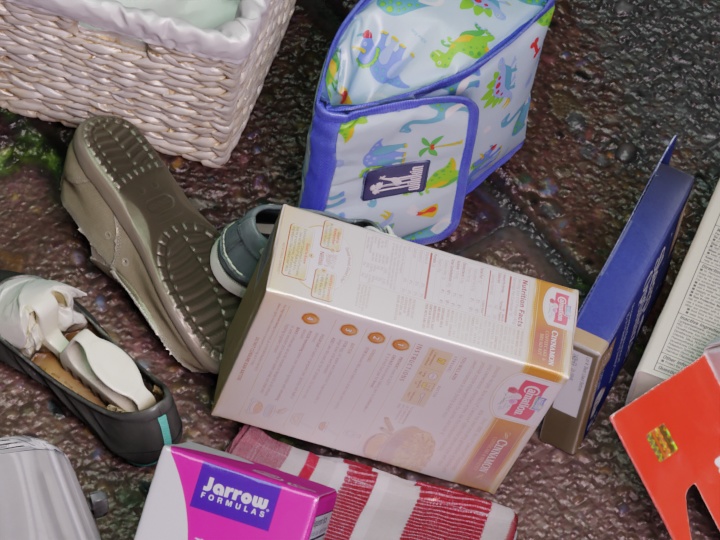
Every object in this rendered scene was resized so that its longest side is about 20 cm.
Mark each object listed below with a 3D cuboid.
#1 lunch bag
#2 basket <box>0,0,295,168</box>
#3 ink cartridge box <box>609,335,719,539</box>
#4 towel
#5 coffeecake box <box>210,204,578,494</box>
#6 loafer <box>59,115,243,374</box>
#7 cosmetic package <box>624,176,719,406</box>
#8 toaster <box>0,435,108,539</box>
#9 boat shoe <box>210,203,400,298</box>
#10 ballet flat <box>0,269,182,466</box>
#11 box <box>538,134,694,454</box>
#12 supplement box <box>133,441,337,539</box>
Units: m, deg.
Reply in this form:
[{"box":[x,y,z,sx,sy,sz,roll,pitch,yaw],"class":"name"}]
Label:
[{"box":[0.032,-0.111,1.790,0.127,0.170,0.200,39,58,21],"class":"lunch bag"},{"box":[-0.148,-0.205,1.843,0.197,0.161,0.201,16,53,5],"class":"basket"},{"box":[0.276,0.133,1.657,0.173,0.043,0.201,-31,97,-26],"class":"ink cartridge box"},{"box":[-0.003,0.161,1.639,0.199,0.023,0.144,16,24,5],"class":"towel"},{"box":[0.021,0.054,1.659,0.199,0.154,0.073,16,53,-8],"class":"coffeecake box"},{"box":[-0.140,-0.011,1.764,0.075,0.068,0.201,-19,74,-41],"class":"loafer"},{"box":[0.262,0.031,1.772,0.105,0.071,0.200,23,55,10],"class":"cosmetic package"},{"box":[-0.247,0.186,1.583,0.199,0.114,0.130,-11,52,-11],"class":"toaster"},{"box":[0.000,0.000,1.750,0.199,0.062,0.073,13,52,-18],"class":"boat shoe"},{"box":[-0.192,0.048,1.712,0.200,0.069,0.068,36,59,19],"class":"ballet flat"},{"box":[0.180,0.014,1.745,0.032,0.121,0.200,23,55,11],"class":"box"},{"box":[-0.093,0.211,1.528,0.101,0.103,0.201,16,88,6],"class":"supplement box"}]
